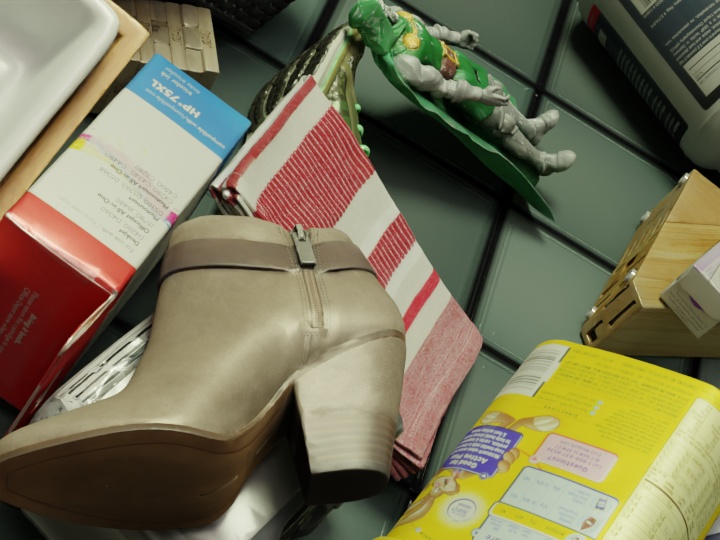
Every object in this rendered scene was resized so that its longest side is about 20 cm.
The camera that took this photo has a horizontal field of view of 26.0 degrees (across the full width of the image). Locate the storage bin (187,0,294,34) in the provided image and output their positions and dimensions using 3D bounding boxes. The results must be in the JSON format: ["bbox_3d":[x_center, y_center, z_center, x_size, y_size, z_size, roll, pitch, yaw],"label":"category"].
[{"bbox_3d":[-0.102,-0.245,0.960,0.136,0.093,0.200,61,17,19],"label":"storage bin"}]

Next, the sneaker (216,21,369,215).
[{"bbox_3d":[-0.024,-0.072,0.974,0.089,0.077,0.201,41,47,-25],"label":"sneaker"}]

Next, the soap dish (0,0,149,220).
[{"bbox_3d":[-0.228,-0.089,0.794,0.157,0.081,0.201,37,74,-2],"label":"soap dish"}]

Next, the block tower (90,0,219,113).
[{"bbox_3d":[-0.186,-0.134,0.916,0.198,0.058,0.054,6,55,-26],"label":"block tower"}]

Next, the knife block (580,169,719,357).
[{"bbox_3d":[0.262,0.026,1.070,0.175,0.064,0.200,39,46,-1],"label":"knife block"}]

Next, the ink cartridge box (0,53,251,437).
[{"bbox_3d":[-0.144,-0.009,0.799,0.067,0.116,0.200,36,42,-4],"label":"ink cartridge box"}]

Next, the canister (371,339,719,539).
[{"bbox_3d":[0.104,0.136,0.830,0.148,0.087,0.200,16,46,32],"label":"canister"}]

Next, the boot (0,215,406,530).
[{"bbox_3d":[-0.072,0.038,0.713,0.198,0.070,0.147,4,48,-22],"label":"boot"}]

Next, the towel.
[{"bbox_3d":[0.000,0.000,0.889,0.201,0.023,0.144,57,33,-18],"label":"towel"}]

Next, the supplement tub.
[{"bbox_3d":[0.270,-0.167,1.163,0.140,0.140,0.201,-23,72,-40],"label":"supplement tub"}]

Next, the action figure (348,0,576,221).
[{"bbox_3d":[0.063,-0.122,1.020,0.199,0.055,0.119,29,31,-40],"label":"action figure"}]

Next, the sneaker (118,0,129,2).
[{"bbox_3d":[-0.231,-0.193,0.933,0.199,0.078,0.091,21,65,-11],"label":"sneaker"}]

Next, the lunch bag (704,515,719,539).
[{"bbox_3d":[0.244,0.187,0.903,0.198,0.128,0.171,5,53,-14],"label":"lunch bag"}]

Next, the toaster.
[{"bbox_3d":[-0.083,0.098,0.774,0.129,0.114,0.200,42,48,8],"label":"toaster"}]

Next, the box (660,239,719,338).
[{"bbox_3d":[0.268,-0.020,1.036,0.042,0.039,0.200,50,47,7],"label":"box"}]
